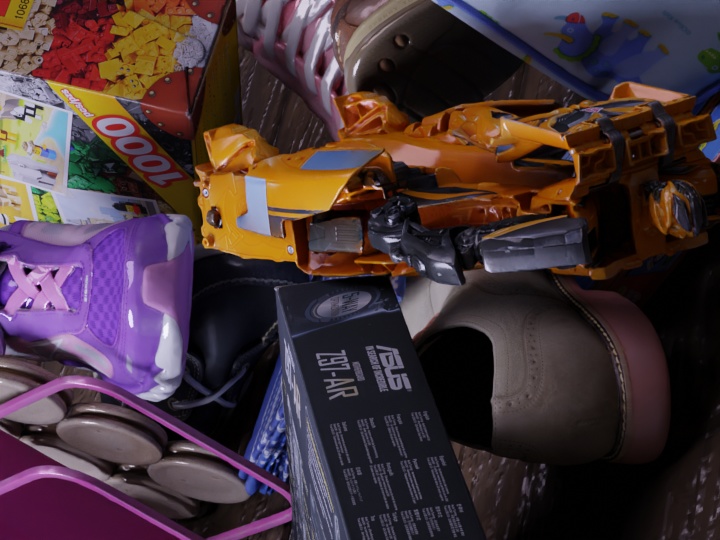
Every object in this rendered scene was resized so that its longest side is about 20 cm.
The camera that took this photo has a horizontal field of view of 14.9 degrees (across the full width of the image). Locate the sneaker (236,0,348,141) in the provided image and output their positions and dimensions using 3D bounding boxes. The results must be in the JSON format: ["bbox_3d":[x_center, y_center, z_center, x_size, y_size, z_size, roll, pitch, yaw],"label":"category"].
[{"bbox_3d":[-0.016,-0.106,1.307,0.076,0.104,0.200,-52,24,14],"label":"sneaker"}]

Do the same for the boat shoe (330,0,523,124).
[{"bbox_3d":[0.075,-0.133,1.098,0.199,0.072,0.068,-29,43,3],"label":"boat shoe"}]

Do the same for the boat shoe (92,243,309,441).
[{"bbox_3d":[-0.069,0.041,1.269,0.200,0.071,0.068,133,136,-56],"label":"boat shoe"}]

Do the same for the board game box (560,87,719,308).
[{"bbox_3d":[0.140,-0.076,1.043,0.200,0.019,0.103,-52,23,20],"label":"board game box"}]

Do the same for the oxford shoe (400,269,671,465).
[{"bbox_3d":[0.044,0.025,1.028,0.200,0.073,0.071,-155,61,-69],"label":"oxford shoe"}]

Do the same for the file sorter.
[{"bbox_3d":[-0.123,0.164,1.165,0.125,0.139,0.201,-24,41,50],"label":"file sorter"}]

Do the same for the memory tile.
[{"bbox_3d":[-0.150,0.087,1.292,0.200,0.153,0.017,-22,48,54],"label":"memory tile"}]

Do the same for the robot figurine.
[{"bbox_3d":[0.040,-0.032,0.984,0.199,0.144,0.059,2,105,45],"label":"robot figurine"}]

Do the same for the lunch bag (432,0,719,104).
[{"bbox_3d":[0.078,-0.152,0.979,0.161,0.199,0.083,-42,27,37],"label":"lunch bag"}]

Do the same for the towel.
[{"bbox_3d":[0.000,0.000,1.184,0.200,0.024,0.146,122,168,-56],"label":"towel"}]

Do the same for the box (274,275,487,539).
[{"bbox_3d":[0.009,0.117,0.941,0.200,0.043,0.161,-110,15,-63],"label":"box"}]

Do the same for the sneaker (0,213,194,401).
[{"bbox_3d":[-0.131,0.011,1.217,0.200,0.088,0.081,180,98,-69],"label":"sneaker"}]

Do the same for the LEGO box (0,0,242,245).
[{"bbox_3d":[-0.138,-0.070,1.356,0.200,0.148,0.078,90,-165,-61],"label":"LEGO box"}]
